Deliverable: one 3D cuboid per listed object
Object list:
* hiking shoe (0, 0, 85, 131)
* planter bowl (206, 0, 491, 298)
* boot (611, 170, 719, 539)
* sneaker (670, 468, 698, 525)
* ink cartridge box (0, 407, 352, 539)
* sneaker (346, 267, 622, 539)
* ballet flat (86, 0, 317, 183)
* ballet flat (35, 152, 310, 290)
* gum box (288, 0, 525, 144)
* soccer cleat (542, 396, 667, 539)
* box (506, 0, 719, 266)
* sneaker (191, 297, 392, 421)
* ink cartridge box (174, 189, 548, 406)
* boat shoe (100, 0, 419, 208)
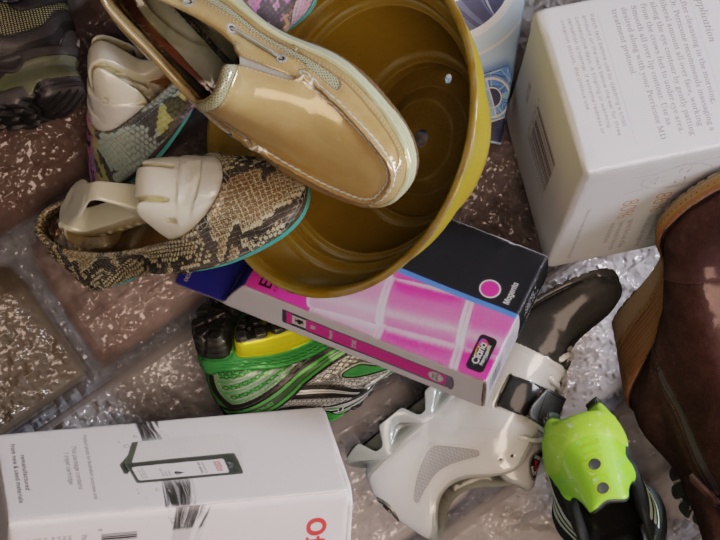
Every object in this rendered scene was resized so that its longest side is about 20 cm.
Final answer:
[{"bbox_3d":[-0.257,-0.131,1.602,0.199,0.076,0.101,-1,75,-2],"label":"hiking shoe"},{"bbox_3d":[0.012,-0.080,1.584,0.083,0.200,0.201,9,101,-49],"label":"planter bowl"},{"bbox_3d":[0.218,0.051,1.612,0.072,0.200,0.167,-7,59,-25],"label":"boot"},{"bbox_3d":[0.246,0.062,1.731,0.089,0.078,0.201,11,88,-47],"label":"sneaker"},{"bbox_3d":[-0.112,0.167,1.651,0.199,0.084,0.146,-4,127,-12],"label":"ink cartridge box"},{"bbox_3d":[0.094,0.084,1.692,0.200,0.074,0.089,-42,73,7],"label":"sneaker"},{"bbox_3d":[-0.109,-0.123,1.592,0.071,0.069,0.200,24,130,-37],"label":"ballet flat"},{"bbox_3d":[-0.118,-0.032,1.583,0.075,0.200,0.068,31,62,-33],"label":"ballet flat"},{"bbox_3d":[0.015,-0.185,1.651,0.169,0.045,0.201,7,101,-13],"label":"gum box"},{"bbox_3d":[0.149,0.150,1.680,0.067,0.081,0.200,-20,149,5],"label":"soccer cleat"},{"bbox_3d":[0.200,-0.094,1.636,0.199,0.152,0.107,-12,71,-10],"label":"box"},{"bbox_3d":[-0.001,0.038,1.686,0.199,0.078,0.085,-14,122,-8],"label":"sneaker"},{"bbox_3d":[0.000,0.000,1.628,0.199,0.037,0.095,20,60,13],"label":"ink cartridge box"},{"bbox_3d":[-0.061,-0.097,1.499,0.200,0.076,0.072,36,115,10],"label":"boat shoe"}]
